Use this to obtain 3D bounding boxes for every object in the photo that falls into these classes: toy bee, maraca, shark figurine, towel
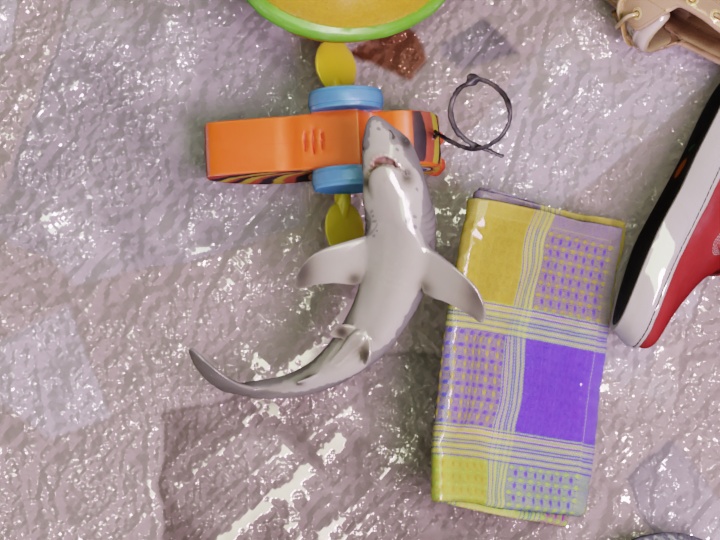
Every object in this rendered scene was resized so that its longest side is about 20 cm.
[{"bbox_3d":[0.008,-0.071,1.394,0.199,0.109,0.132,18,91,22],"label":"toy bee"},{"bbox_3d":[0.009,-0.211,1.394,0.199,0.107,0.138,-19,72,-22],"label":"maraca"},{"bbox_3d":[0.000,0.022,1.353,0.128,0.090,0.215,39,109,2],"label":"shark figurine"},{"bbox_3d":[0.106,0.054,1.380,0.143,0.023,0.201,15,82,-42],"label":"towel"}]

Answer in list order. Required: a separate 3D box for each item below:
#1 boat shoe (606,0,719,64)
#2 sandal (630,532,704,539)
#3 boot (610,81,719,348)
[{"bbox_3d":[0.194,-0.171,1.401,0.199,0.074,0.069,22,76,19],"label":"boat shoe"},{"bbox_3d":[0.148,0.235,1.403,0.200,0.043,0.076,-38,82,3],"label":"sandal"},{"bbox_3d":[0.256,-0.014,1.410,0.144,0.072,0.201,32,75,-4],"label":"boot"}]
